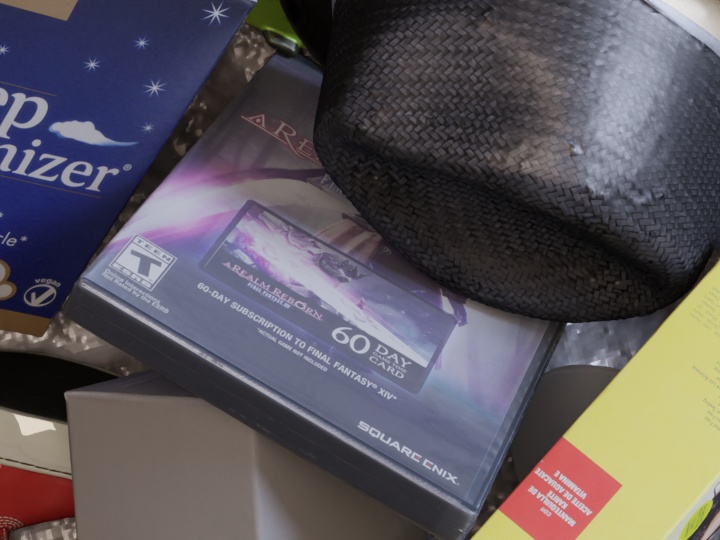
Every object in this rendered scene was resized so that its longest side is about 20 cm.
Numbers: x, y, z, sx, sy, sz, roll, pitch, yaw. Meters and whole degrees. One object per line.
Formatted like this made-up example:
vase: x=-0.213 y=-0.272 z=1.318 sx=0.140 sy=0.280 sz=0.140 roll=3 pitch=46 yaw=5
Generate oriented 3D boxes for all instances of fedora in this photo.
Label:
fedora: x=0.056 y=-0.046 z=0.807 sx=0.199 sy=0.201 sz=0.092 roll=19 pitch=62 yaw=2

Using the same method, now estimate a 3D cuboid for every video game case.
video game case: x=0.000 y=0.000 z=0.830 sx=0.142 sy=0.200 sz=0.019 roll=30 pitch=123 yaw=2

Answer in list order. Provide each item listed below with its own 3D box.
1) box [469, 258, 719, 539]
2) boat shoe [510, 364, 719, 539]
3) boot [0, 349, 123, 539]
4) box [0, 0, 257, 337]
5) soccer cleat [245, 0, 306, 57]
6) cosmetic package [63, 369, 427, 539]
box: x=0.077 y=0.083 z=0.783 sx=0.050 sy=0.075 sz=0.200 roll=40 pitch=78 yaw=19
boat shoe: x=0.143 y=0.088 z=0.860 sx=0.199 sy=0.068 sz=0.074 roll=19 pitch=96 yaw=39
boot: x=-0.156 y=0.104 z=0.890 sx=0.198 sy=0.072 sz=0.145 roll=6 pitch=104 yaw=-8
box: x=-0.118 y=-0.063 z=0.809 sx=0.120 sy=0.033 sz=0.200 roll=12 pitch=128 yaw=-33
soccer cleat: x=0.048 y=-0.121 z=0.901 sx=0.198 sy=0.065 sz=0.084 roll=-4 pitch=62 yaw=4
cosmetic package: x=-0.033 y=0.129 z=0.835 sx=0.090 sy=0.107 sz=0.202 roll=-2 pitch=95 yaw=34
